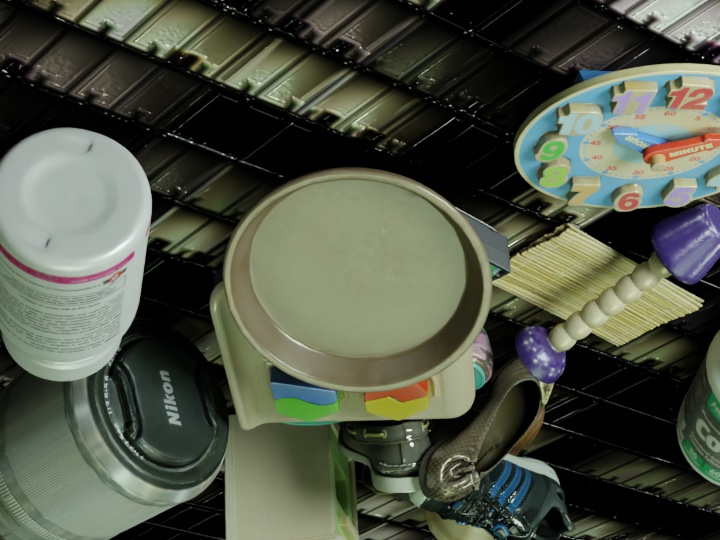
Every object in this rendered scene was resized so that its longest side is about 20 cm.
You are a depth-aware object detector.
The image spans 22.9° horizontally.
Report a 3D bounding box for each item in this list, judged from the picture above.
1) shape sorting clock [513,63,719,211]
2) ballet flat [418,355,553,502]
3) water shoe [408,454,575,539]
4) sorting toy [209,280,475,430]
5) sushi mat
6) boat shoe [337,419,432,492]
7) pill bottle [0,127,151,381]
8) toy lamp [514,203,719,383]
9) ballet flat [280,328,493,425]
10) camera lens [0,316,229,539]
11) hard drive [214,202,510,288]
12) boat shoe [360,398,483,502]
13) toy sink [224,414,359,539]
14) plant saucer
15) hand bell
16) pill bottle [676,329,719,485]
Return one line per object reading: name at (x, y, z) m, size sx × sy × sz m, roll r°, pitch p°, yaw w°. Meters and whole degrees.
shape sorting clock at (0.207, -0.089, 1.255) m, size 0.197 × 0.040 × 0.201 m, roll -2°, pitch 151°, yaw -1°
ballet flat at (0.119, 0.135, 1.525) m, size 0.046 × 0.200 × 0.068 m, roll 2°, pitch 118°, yaw 38°
water shoe at (0.128, 0.210, 1.606) m, size 0.199 × 0.079 × 0.072 m, roll 8°, pitch 134°, yaw -47°
sorting toy at (-0.010, 0.069, 1.413) m, size 0.197 × 0.037 × 0.186 m, roll -5°, pitch 140°, yaw 3°
sushi mat at (0.192, 0.014, 1.469) m, size 0.095 × 0.012 × 0.199 m, roll -26°, pitch 144°, yaw 35°
boat shoe at (0.022, 0.141, 1.572) m, size 0.071 × 0.061 × 0.202 m, roll -6°, pitch -170°, yaw -12°
pill bottle at (-0.213, -0.004, 1.287) m, size 0.112 × 0.115 × 0.201 m, roll 2°, pitch 151°, yaw -10°
toy lamp at (0.208, 0.016, 1.408) m, size 0.058 × 0.059 × 0.200 m, roll 23°, pitch 132°, yaw -40°
ballet flat at (0.015, 0.081, 1.512) m, size 0.198 × 0.072 × 0.069 m, roll -13°, pitch 133°, yaw 10°
camera lens at (-0.221, 0.141, 1.503) m, size 0.159 × 0.162 × 0.199 m, roll 22°, pitch 143°, yaw -38°
hard drive at (0.000, 0.000, 1.398) m, size 0.199 × 0.038 × 0.139 m, roll -26°, pitch 144°, yaw 36°
boat shoe at (0.069, 0.172, 1.684) m, size 0.060 × 0.072 × 0.201 m, roll 7°, pitch 153°, yaw -27°
toy sink at (-0.059, 0.246, 1.672) m, size 0.111 × 0.202 × 0.131 m, roll -8°, pitch 151°, yaw 9°
plant saucer at (-0.002, 0.005, 1.310) m, size 0.198 × 0.030 × 0.202 m, roll 3°, pitch 126°, yaw 4°
hand bell at (0.137, 0.182, 1.723) m, size 0.103 × 0.105 × 0.201 m, roll 5°, pitch 138°, yaw -15°
pill bottle at (0.347, 0.103, 1.546) m, size 0.112 × 0.114 × 0.201 m, roll -2°, pitch 151°, yaw -3°
